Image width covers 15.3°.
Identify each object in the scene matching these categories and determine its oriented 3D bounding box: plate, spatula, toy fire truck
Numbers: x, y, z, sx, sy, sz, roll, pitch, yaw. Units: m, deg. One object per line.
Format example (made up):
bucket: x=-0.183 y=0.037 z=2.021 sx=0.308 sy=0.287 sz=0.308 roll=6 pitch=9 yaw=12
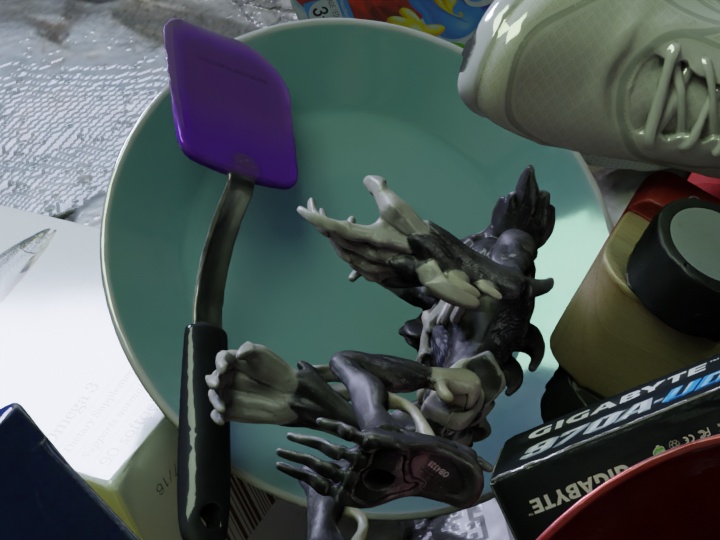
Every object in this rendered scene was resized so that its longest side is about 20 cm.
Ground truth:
plate: x=0.000 y=0.000 z=1.004 sx=0.200 sy=0.026 sz=0.200 roll=6 pitch=67 yaw=-13
spatula: x=-0.050 y=0.005 z=0.961 sx=0.021 sy=0.056 sz=0.200 roll=-20 pitch=60 yaw=49
toy fire truck: x=0.171 y=0.023 z=0.981 sx=0.176 sy=0.129 sz=0.200 roll=30 pitch=40 yaw=3

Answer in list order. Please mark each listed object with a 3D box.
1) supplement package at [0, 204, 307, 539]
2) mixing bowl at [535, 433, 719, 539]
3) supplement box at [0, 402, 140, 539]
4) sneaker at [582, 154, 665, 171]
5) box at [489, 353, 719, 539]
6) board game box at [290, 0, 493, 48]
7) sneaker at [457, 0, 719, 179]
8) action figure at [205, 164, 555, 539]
supplement package: x=-0.120 y=0.059 z=1.077 sx=0.200 sy=0.117 sz=0.117 roll=13 pitch=53 yaw=35
mixing bowl: x=0.127 y=0.143 z=0.779 sx=0.200 sy=0.108 sz=0.200 roll=0 pitch=87 yaw=7
supplement box: x=-0.148 y=0.134 z=0.944 sx=0.110 sy=0.109 sz=0.200 roll=-46 pitch=9 yaw=-25
sneaker: x=0.175 y=-0.059 z=1.102 sx=0.200 sy=0.074 sz=0.116 roll=-12 pitch=38 yaw=11
box: x=0.163 y=0.094 z=0.853 sx=0.200 sy=0.159 sz=0.046 roll=-24 pitch=9 yaw=15
board game box: x=0.078 y=-0.140 z=1.212 sx=0.200 sy=0.103 sz=0.105 roll=-14 pitch=41 yaw=11
sneaker: x=0.129 y=-0.062 z=0.923 sx=0.200 sy=0.075 sz=0.081 roll=3 pitch=27 yaw=-28
action figure: x=0.008 y=0.027 z=0.895 sx=0.102 sy=0.119 sz=0.200 roll=26 pitch=31 yaw=1
